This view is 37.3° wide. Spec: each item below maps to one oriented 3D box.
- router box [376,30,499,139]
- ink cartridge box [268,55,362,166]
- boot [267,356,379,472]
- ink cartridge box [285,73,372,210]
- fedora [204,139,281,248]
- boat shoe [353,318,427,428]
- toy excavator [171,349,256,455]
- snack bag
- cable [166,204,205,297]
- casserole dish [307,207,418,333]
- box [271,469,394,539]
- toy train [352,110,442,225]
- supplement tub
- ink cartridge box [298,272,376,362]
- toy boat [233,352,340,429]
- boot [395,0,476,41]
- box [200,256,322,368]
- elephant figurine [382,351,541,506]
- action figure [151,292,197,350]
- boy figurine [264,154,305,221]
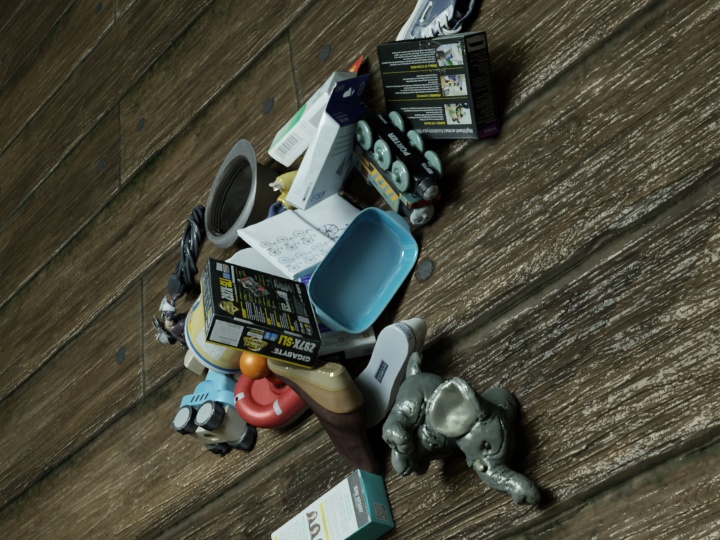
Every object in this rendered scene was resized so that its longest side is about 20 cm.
[{"bbox_3d":[0.113,-0.275,1.603,0.199,0.051,0.150,10,114,51],"label":"router box"},{"bbox_3d":[-0.074,-0.285,1.818,0.161,0.050,0.201,-42,22,33],"label":"ink cartridge box"},{"bbox_3d":[-0.057,0.200,1.545,0.199,0.072,0.167,14,127,55],"label":"boot"},{"bbox_3d":[-0.033,-0.205,1.681,0.040,0.200,0.201,27,111,9],"label":"ink cartridge box"},{"bbox_3d":[-0.201,-0.127,1.921,0.201,0.090,0.177,-62,36,19],"label":"fedora"},{"bbox_3d":[0.043,0.148,1.517,0.074,0.065,0.201,47,132,19],"label":"boat shoe"},{"bbox_3d":[-0.247,0.204,1.822,0.194,0.100,0.201,-15,48,43],"label":"toy excavator"},{"bbox_3d":[-0.068,-0.060,1.679,0.188,0.199,0.022,36,141,49],"label":"snack bag"},{"bbox_3d":[-0.315,-0.043,2.006,0.200,0.050,0.164,118,168,-57],"label":"cable"},{"bbox_3d":[0.000,0.000,1.588,0.201,0.121,0.039,-54,15,-13],"label":"casserole dish"},{"bbox_3d":[-0.043,0.370,1.516,0.200,0.049,0.083,-41,45,29],"label":"box"},{"bbox_3d":[0.055,-0.157,1.622,0.200,0.085,0.114,52,151,35],"label":"toy train"},{"bbox_3d":[-0.193,0.066,1.731,0.200,0.144,0.146,130,143,-50],"label":"supplement tub"},{"bbox_3d":[-0.041,0.050,1.647,0.094,0.037,0.201,-12,53,-4],"label":"ink cartridge box"},{"bbox_3d":[-0.134,0.156,1.666,0.200,0.130,0.131,-44,43,25],"label":"toy boat"},{"bbox_3d":[0.118,-0.382,1.689,0.090,0.072,0.201,12,80,57],"label":"boot"},{"bbox_3d":[-0.147,0.058,1.534,0.200,0.159,0.050,-114,41,-64],"label":"box"},{"bbox_3d":[0.140,0.198,1.351,0.199,0.156,0.141,-9,21,36],"label":"elephant figurine"},{"bbox_3d":[-0.286,0.075,1.901,0.199,0.130,0.070,-32,61,14],"label":"action figure"},{"bbox_3d":[-0.115,-0.121,1.798,0.064,0.124,0.201,16,67,34],"label":"boy figurine"}]
